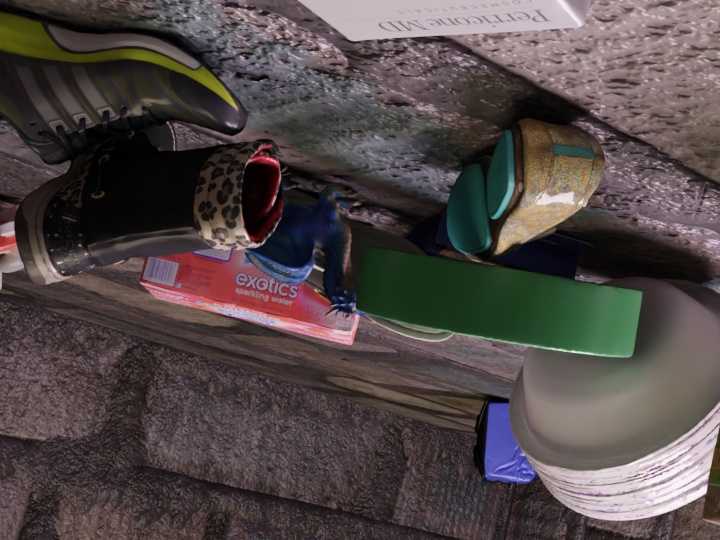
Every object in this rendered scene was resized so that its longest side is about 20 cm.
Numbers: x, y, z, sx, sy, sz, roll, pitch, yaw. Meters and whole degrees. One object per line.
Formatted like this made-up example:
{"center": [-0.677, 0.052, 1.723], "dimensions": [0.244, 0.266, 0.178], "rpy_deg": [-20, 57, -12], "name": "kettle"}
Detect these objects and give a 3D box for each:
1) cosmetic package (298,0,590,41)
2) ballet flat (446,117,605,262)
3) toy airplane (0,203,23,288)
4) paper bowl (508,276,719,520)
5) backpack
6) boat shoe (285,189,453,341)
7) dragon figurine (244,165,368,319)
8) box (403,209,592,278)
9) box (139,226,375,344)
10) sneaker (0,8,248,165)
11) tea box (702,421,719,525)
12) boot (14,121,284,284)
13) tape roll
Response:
{"center": [-0.015, -0.141, 0.317], "dimensions": [0.101, 0.072, 0.199], "rpy_deg": [5, 167, 39], "name": "cosmetic package"}
{"center": [0.101, -0.045, 0.701], "dimensions": [0.070, 0.071, 0.200], "rpy_deg": [15, 170, -4], "name": "ballet flat"}
{"center": [-0.463, -0.017, 1.367], "dimensions": [0.198, 0.143, 0.199], "rpy_deg": [-1, -170, -28], "name": "toy airplane"}
{"center": [0.208, 0.085, 0.888], "dimensions": [0.200, 0.201, 0.105], "rpy_deg": [2, 134, 49], "name": "paper bowl"}
{"center": [0.301, 0.347, 2.222], "dimensions": [0.166, 0.164, 0.200], "rpy_deg": [10, 169, 1], "name": "backpack"}
{"center": [0.000, 0.000, 0.953], "dimensions": [0.200, 0.072, 0.061], "rpy_deg": [33, 166, 15], "name": "boat shoe"}
{"center": [-0.061, -0.026, 0.893], "dimensions": [0.198, 0.100, 0.059], "rpy_deg": [19, 171, 6], "name": "dragon figurine"}
{"center": [0.104, -0.010, 0.963], "dimensions": [0.120, 0.033, 0.200], "rpy_deg": [16, 168, -9], "name": "box"}
{"center": [-0.091, -0.006, 1.049], "dimensions": [0.198, 0.104, 0.095], "rpy_deg": [13, 170, 2], "name": "box"}
{"center": [-0.165, -0.101, 0.697], "dimensions": [0.198, 0.082, 0.074], "rpy_deg": [11, 170, 13], "name": "sneaker"}
{"center": [0.315, 0.069, 0.629], "dimensions": [0.132, 0.199, 0.200], "rpy_deg": [16, 169, -12], "name": "tea box"}
{"center": [-0.117, -0.058, 0.744], "dimensions": [0.152, 0.074, 0.204], "rpy_deg": [-7, -155, 16], "name": "boot"}
{"center": [0.097, 0.021, 0.805], "dimensions": [0.198, 0.049, 0.200], "rpy_deg": [10, -179, 0], "name": "tape roll"}
